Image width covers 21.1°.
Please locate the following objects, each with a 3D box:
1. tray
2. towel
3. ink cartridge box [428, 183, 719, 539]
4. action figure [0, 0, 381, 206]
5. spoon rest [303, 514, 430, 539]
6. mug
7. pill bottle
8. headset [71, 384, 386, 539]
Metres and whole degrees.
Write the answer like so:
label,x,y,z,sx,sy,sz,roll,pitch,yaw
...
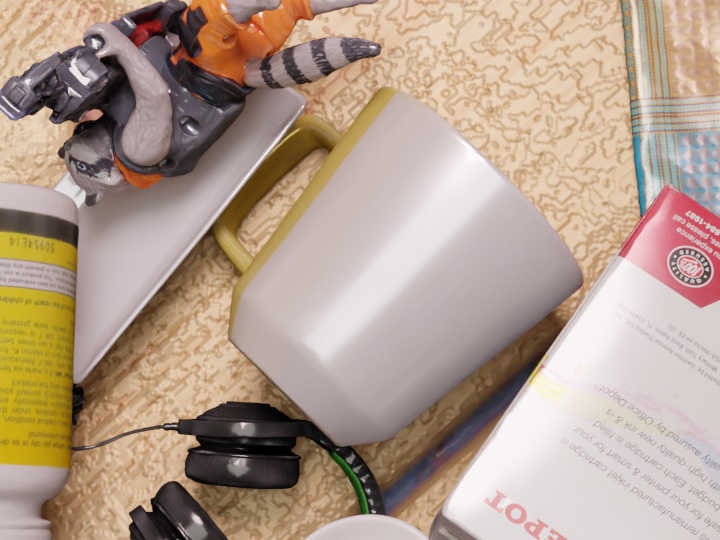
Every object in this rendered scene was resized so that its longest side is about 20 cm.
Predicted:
label,x,y,z,sx,sy,sz,roll,pitch,yaw
tray,-0.121,-0.037,1.079,0.107,0.022,0.200,36,84,34
towel,0.223,-0.108,1.088,0.146,0.022,0.200,-5,82,1
ink cartridge box,0.147,0.092,0.963,0.145,0.145,0.200,36,77,8
action figure,-0.093,-0.095,0.995,0.193,0.200,0.105,-37,92,31
spoon rest,-0.036,0.201,0.991,0.200,0.061,0.099,-32,77,-14
mug,0.007,0.006,1.031,0.153,0.187,0.149,-46,108,-5
pill bottle,-0.203,0.060,0.986,0.114,0.114,0.200,0,82,3
headset,-0.083,0.121,1.057,0.200,0.094,0.124,32,82,-9
